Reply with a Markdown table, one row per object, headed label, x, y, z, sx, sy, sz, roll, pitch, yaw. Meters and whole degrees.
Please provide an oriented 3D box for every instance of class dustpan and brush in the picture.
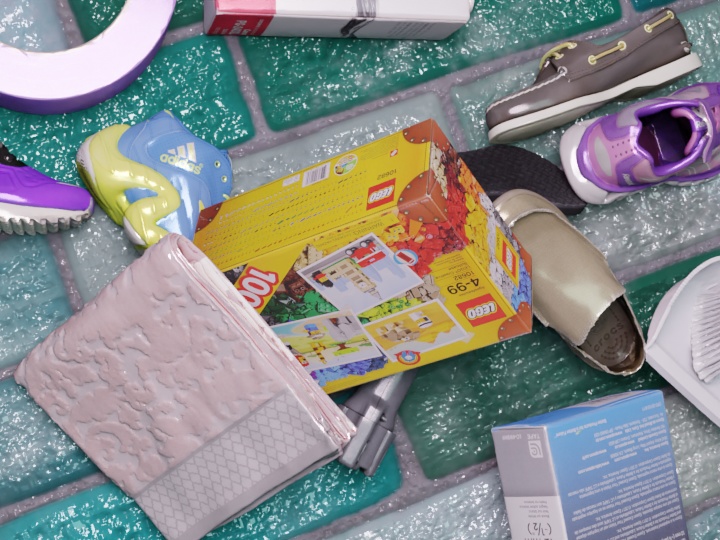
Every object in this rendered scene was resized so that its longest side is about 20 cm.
| label | x | y | z | sx | sy | sz | roll | pitch | yaw |
| --- | --- | --- | --- | --- | --- | --- | --- | --- | --- |
| dustpan and brush | 0.307 | 0.022 | 1.078 | 0.139 | 0.057 | 0.201 | 39 | 48 | -22 |

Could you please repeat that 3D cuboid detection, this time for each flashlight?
| label | x | y | z | sx | sy | sz | roll | pitch | yaw |
| --- | --- | --- | --- | --- | --- | --- | --- | --- | --- |
| flashlight | 0.034 | 0.059 | 1.019 | 0.068 | 0.068 | 0.201 | 32 | 84 | -43 |

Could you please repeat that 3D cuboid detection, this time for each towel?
| label | x | y | z | sx | sy | sz | roll | pitch | yaw |
| --- | --- | --- | --- | --- | --- | --- | --- | --- | --- |
| towel | -0.129 | 0.093 | 0.927 | 0.191 | 0.199 | 0.032 | 49 | 33 | -8 |

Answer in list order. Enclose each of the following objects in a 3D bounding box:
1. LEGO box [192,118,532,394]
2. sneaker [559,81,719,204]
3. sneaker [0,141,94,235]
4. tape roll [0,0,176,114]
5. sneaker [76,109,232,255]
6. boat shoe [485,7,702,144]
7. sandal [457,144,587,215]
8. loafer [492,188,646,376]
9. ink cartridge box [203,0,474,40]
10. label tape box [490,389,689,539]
| label | x | y | z | sx | sy | sz | roll | pitch | yaw |
| --- | --- | --- | --- | --- | --- | --- | --- | --- | --- |
| LEGO box | 0.000 | 0.000 | 0.922 | 0.149 | 0.198 | 0.078 | 49 | 34 | -36 |
| sneaker | 0.260 | -0.110 | 1.053 | 0.199 | 0.088 | 0.081 | -19 | 86 | -28 |
| sneaker | -0.288 | -0.086 | 0.949 | 0.198 | 0.070 | 0.101 | 9 | 82 | -13 |
| tape roll | -0.235 | -0.220 | 0.971 | 0.198 | 0.066 | 0.203 | 1 | 87 | -13 |
| sneaker | -0.121 | -0.033 | 0.981 | 0.105 | 0.076 | 0.201 | -35 | 94 | -13 |
| boat shoe | 0.181 | -0.157 | 1.061 | 0.200 | 0.072 | 0.061 | -21 | 87 | -20 |
| sandal | 0.093 | -0.060 | 1.027 | 0.198 | 0.045 | 0.075 | -3 | 43 | -35 |
| loafer | 0.164 | 0.012 | 1.009 | 0.076 | 0.068 | 0.200 | -49 | 124 | -1 |
| ink cartridge box | -0.019 | -0.257 | 1.012 | 0.198 | 0.083 | 0.147 | 0 | 87 | -13 |
| label tape box | 0.186 | 0.205 | 1.015 | 0.142 | 0.066 | 0.202 | -9 | 90 | -40 |
